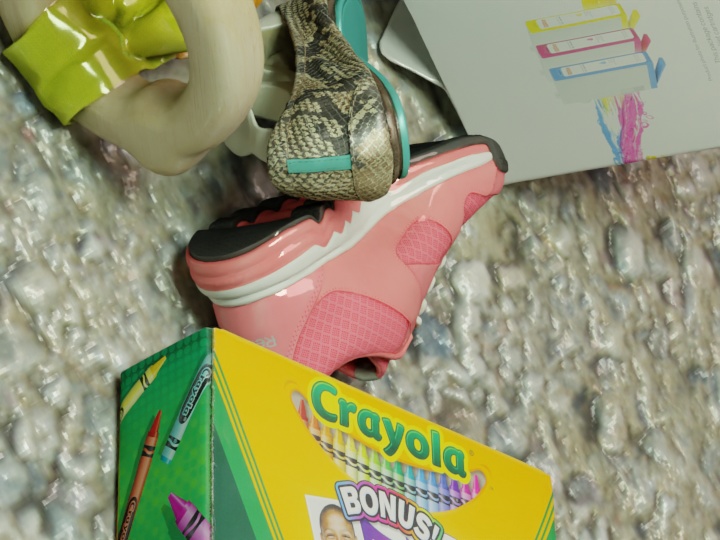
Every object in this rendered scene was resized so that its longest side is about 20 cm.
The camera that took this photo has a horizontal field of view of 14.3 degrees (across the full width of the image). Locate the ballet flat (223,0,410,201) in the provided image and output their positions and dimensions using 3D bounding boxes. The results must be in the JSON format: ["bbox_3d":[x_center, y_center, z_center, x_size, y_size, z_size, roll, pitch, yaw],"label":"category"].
[{"bbox_3d":[-0.026,-0.077,1.208,0.200,0.075,0.068,-105,-172,-69],"label":"ballet flat"}]

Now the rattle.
[{"bbox_3d":[-0.057,-0.142,1.106,0.143,0.200,0.130,-25,57,-31],"label":"rattle"}]

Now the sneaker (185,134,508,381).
[{"bbox_3d":[0.000,0.000,1.226,0.200,0.074,0.087,-29,108,-51],"label":"sneaker"}]

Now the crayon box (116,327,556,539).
[{"bbox_3d":[-0.006,0.114,1.143,0.200,0.058,0.119,25,51,-39],"label":"crayon box"}]

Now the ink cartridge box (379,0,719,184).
[{"bbox_3d":[0.119,-0.134,1.342,0.125,0.200,0.129,62,33,-30],"label":"ink cartridge box"}]
